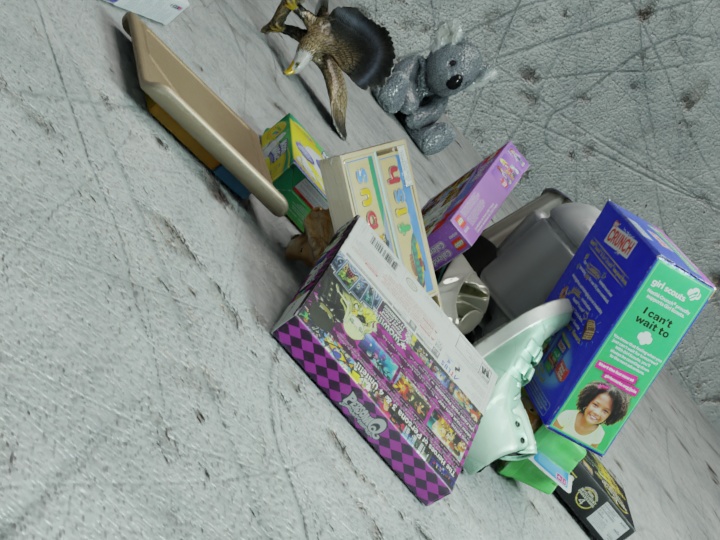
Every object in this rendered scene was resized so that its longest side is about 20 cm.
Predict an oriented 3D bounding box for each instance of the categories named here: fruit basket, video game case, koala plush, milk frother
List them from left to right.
[{"bbox_3d":[0.027,0.072,1.347,0.200,0.036,0.182,49,32,-12],"label":"video game case"},{"bbox_3d":[0.136,-0.349,2.861,0.177,0.200,0.184,45,12,-25],"label":"koala plush"},{"bbox_3d":[0.146,-0.025,1.881,0.201,0.187,0.181,56,-16,13],"label":"milk frother"},{"bbox_3d":[0.147,0.131,1.646,0.200,0.094,0.185,46,12,-6],"label":"fruit basket"}]

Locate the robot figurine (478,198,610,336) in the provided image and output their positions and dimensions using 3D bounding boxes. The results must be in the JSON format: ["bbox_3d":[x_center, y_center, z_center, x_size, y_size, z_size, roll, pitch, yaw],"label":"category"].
[{"bbox_3d":[0.210,0.006,1.717,0.113,0.200,0.170,38,14,-51],"label":"robot figurine"}]

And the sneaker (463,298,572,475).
[{"bbox_3d":[0.149,0.116,1.524,0.119,0.200,0.074,55,-25,3],"label":"sneaker"}]

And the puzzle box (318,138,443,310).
[{"bbox_3d":[0.024,-0.017,1.479,0.133,0.025,0.202,-22,101,-59],"label":"puzzle box"}]

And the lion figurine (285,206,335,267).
[{"bbox_3d":[0.000,0.000,1.534,0.200,0.072,0.123,47,17,-38],"label":"lion figurine"}]

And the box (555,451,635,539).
[{"bbox_3d":[0.235,0.215,1.837,0.200,0.049,0.161,50,8,-5],"label":"box"}]

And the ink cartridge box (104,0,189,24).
[{"bbox_3d":[-0.277,-0.352,1.632,0.197,0.043,0.200,53,10,7],"label":"ink cartridge box"}]

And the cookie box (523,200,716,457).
[{"bbox_3d":[0.245,0.054,1.569,0.075,0.201,0.171,26,15,-16],"label":"cookie box"}]

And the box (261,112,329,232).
[{"bbox_3d":[-0.053,-0.093,1.683,0.117,0.048,0.200,47,10,-20],"label":"box"}]

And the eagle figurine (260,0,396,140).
[{"bbox_3d":[-0.045,-0.300,2.196,0.200,0.151,0.152,41,0,4],"label":"eagle figurine"}]

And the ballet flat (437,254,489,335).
[{"bbox_3d":[0.100,0.037,1.647,0.070,0.069,0.200,50,24,-1],"label":"ballet flat"}]

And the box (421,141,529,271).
[{"bbox_3d":[0.097,-0.054,1.733,0.039,0.137,0.200,49,38,-7],"label":"box"}]

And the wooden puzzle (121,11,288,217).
[{"bbox_3d":[-0.153,-0.144,1.488,0.185,0.037,0.200,44,8,-30],"label":"wooden puzzle"}]
